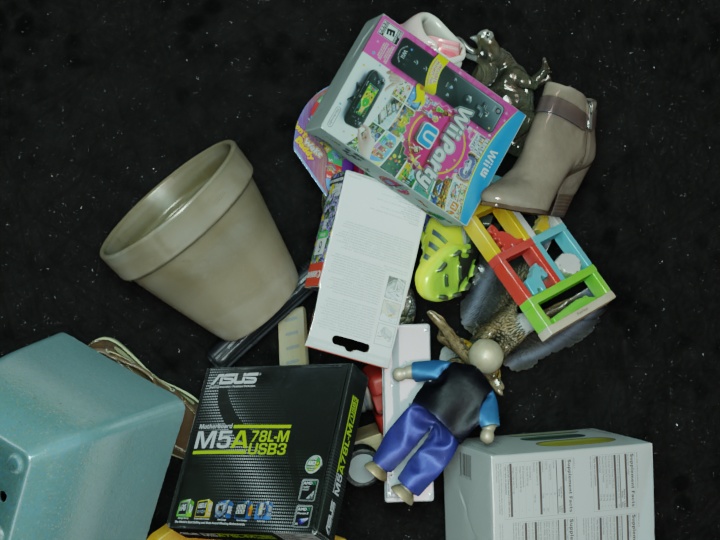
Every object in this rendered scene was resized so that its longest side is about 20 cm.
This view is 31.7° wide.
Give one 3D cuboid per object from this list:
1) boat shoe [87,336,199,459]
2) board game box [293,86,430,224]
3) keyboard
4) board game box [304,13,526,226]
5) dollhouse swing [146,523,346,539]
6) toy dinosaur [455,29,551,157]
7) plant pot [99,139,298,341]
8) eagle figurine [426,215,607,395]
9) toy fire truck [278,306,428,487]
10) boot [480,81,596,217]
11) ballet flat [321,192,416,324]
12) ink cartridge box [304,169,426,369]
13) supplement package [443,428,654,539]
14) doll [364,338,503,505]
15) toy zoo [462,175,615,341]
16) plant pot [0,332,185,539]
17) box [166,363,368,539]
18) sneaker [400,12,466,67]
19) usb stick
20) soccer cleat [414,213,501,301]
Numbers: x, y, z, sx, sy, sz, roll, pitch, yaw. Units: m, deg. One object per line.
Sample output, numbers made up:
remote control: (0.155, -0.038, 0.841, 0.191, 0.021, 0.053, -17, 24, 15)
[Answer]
boat shoe: (-0.249, 0.159, 1.490, 0.202, 0.075, 0.075, 37, 88, -3)
board game box: (0.018, -0.136, 1.486, 0.158, 0.039, 0.201, -36, 91, -31)
keyboard: (0.054, 0.162, 1.444, 0.056, 0.011, 0.202, -1, 89, -9)
board game box: (0.061, -0.162, 1.391, 0.199, 0.064, 0.148, 32, 80, -19)
dollhouse swing: (-0.135, 0.280, 1.410, 0.199, 0.181, 0.177, 13, 118, 37)
toy dinosaur: (0.187, -0.195, 1.525, 0.102, 0.077, 0.201, -14, 96, 9)
plant pot: (-0.166, -0.021, 1.451, 0.200, 0.200, 0.174, -42, 108, -2)
eagle figurine: (0.186, 0.055, 1.506, 0.200, 0.150, 0.152, -46, 138, -32)
toy fire truck: (-0.021, 0.141, 1.494, 0.175, 0.129, 0.201, -19, 101, -3)
boot: (0.202, -0.136, 1.411, 0.070, 0.200, 0.147, 17, 99, 30)
ballet flat: (0.014, -0.017, 1.508, 0.072, 0.072, 0.201, -25, 92, -3)
ink cartridge box: (0.000, 0.000, 1.419, 0.108, 0.050, 0.201, 17, 81, -22)
supplement package: (0.214, 0.270, 1.462, 0.199, 0.152, 0.152, -2, 90, -17)
doll: (0.087, 0.156, 1.411, 0.136, 0.048, 0.200, 39, 87, 18)
toy zoo: (0.194, -0.027, 1.453, 0.131, 0.020, 0.201, -24, 75, -42)
plant pot: (-0.344, 0.204, 1.372, 0.196, 0.200, 0.197, 25, 105, 23)
box: (-0.101, 0.198, 1.387, 0.199, 0.048, 0.194, -4, 61, 30)
sneaker: (0.078, -0.206, 1.461, 0.075, 0.104, 0.201, 7, 60, -41)
usb stick: (-0.103, 0.045, 1.506, 0.200, 0.055, 0.033, -42, 102, -4)
soccer cleat: (0.097, -0.025, 1.465, 0.083, 0.200, 0.065, 8, 124, 24)
